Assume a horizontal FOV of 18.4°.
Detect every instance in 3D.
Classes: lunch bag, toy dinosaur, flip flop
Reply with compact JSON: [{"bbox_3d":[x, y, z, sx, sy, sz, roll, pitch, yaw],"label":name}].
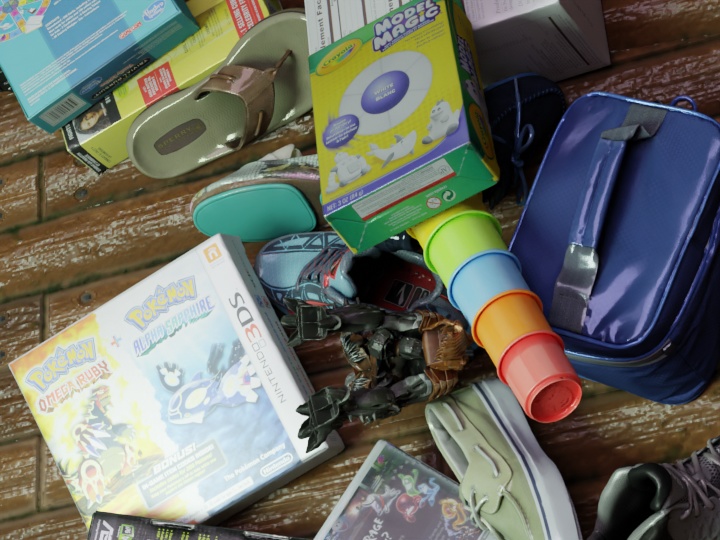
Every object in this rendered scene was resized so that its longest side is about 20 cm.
[{"bbox_3d":[0.188,-0.025,1.513,0.135,0.132,0.201,14,77,31],"label":"lunch bag"},{"bbox_3d":[0.022,0.056,1.529,0.135,0.200,0.103,-4,58,-21],"label":"toy dinosaur"},{"bbox_3d":[-0.100,-0.129,1.730,0.199,0.081,0.058,-29,19,17],"label":"flip flop"}]

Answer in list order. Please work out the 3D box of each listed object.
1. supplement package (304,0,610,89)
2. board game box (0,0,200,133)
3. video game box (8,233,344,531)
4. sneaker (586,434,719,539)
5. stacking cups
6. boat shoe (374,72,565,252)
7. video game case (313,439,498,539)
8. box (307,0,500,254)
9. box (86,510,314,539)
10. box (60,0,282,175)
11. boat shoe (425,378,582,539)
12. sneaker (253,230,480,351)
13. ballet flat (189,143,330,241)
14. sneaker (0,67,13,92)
[{"bbox_3d":[0.069,-0.193,1.656,0.199,0.114,0.110,-16,64,21],"label":"supplement package"},{"bbox_3d":[-0.241,-0.236,1.787,0.150,0.047,0.201,-33,70,8],"label":"board game box"},{"bbox_3d":[-0.138,0.100,1.649,0.199,0.047,0.183,-31,75,12],"label":"video game box"},{"bbox_3d":[0.228,0.136,1.433,0.200,0.115,0.075,-41,57,6],"label":"sneaker"},{"bbox_3d":[0.092,0.020,1.452,0.060,0.060,0.201,-37,47,8],"label":"stacking cups"},{"bbox_3d":[0.084,-0.066,1.595,0.200,0.085,0.068,-41,44,-22],"label":"boat shoe"},{"bbox_3d":[0.034,0.242,1.511,0.181,0.023,0.201,29,77,22],"label":"video game case"},{"bbox_3d":[0.026,-0.115,1.526,0.117,0.048,0.201,-27,38,17],"label":"box"},{"bbox_3d":[-0.114,0.280,1.562,0.191,0.048,0.202,6,71,9],"label":"box"},{"bbox_3d":[-0.151,-0.161,1.794,0.199,0.050,0.076,-28,58,14],"label":"box"},{"bbox_3d":[0.098,0.149,1.496,0.062,0.072,0.200,-16,34,-8],"label":"boat shoe"},{"bbox_3d":[0.000,0.000,1.620,0.199,0.096,0.080,11,73,31],"label":"sneaker"},{"bbox_3d":[-0.032,-0.068,1.691,0.198,0.069,0.072,-8,48,20],"label":"ballet flat"},{"bbox_3d":[-0.248,-0.228,1.869,0.199,0.076,0.088,-32,50,3],"label":"sneaker"}]
